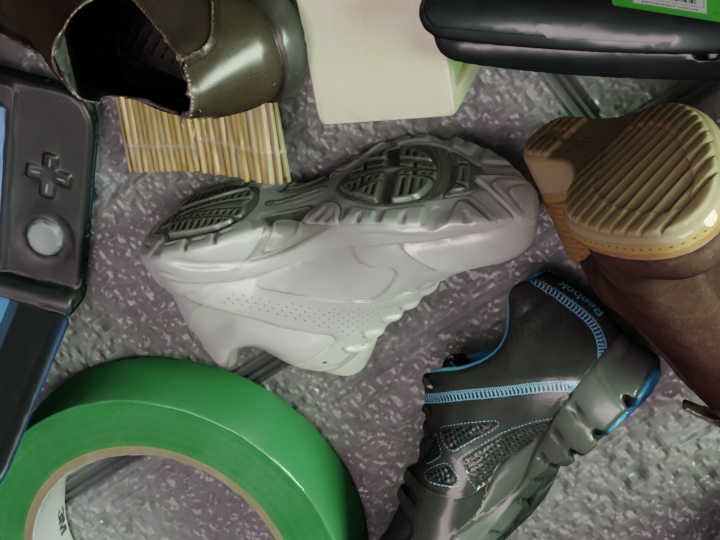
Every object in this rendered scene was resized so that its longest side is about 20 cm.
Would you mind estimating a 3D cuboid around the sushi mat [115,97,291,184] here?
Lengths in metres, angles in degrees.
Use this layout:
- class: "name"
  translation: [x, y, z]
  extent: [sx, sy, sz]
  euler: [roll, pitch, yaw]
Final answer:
- class: "sushi mat"
  translation: [-0.085, -0.134, 0.984]
  extent: [0.095, 0.012, 0.201]
  euler: [9, 120, 33]

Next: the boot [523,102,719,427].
- class: "boot"
  translation: [0.150, 0.011, 0.911]
  extent: [0.072, 0.200, 0.167]
  euler: [-40, 105, -2]

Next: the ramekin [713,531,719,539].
- class: "ramekin"
  translation: [0.243, 0.177, 1.015]
  extent: [0.201, 0.094, 0.204]
  euler: [7, 118, 13]

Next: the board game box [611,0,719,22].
- class: "board game box"
  translation: [0.185, -0.186, 0.805]
  extent: [0.152, 0.040, 0.202]
  euler: [11, 76, 12]

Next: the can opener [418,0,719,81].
- class: "can opener"
  translation: [0.122, -0.097, 0.858]
  extent: [0.198, 0.079, 0.063]
  euler: [-2, 157, 21]

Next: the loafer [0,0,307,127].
- class: "loafer"
  translation: [-0.115, -0.114, 0.951]
  extent: [0.199, 0.071, 0.074]
  euler: [19, 127, 37]

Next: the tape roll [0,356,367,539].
- class: "tape roll"
  translation: [-0.097, 0.143, 1.123]
  extent: [0.199, 0.048, 0.202]
  euler: [7, 118, 13]

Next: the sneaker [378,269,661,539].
- class: "sneaker"
  translation: [0.057, 0.085, 1.046]
  extent: [0.082, 0.073, 0.200]
  euler: [46, 115, 9]

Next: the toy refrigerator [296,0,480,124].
- class: "toy refrigerator"
  translation: [0.007, -0.170, 0.917]
  extent: [0.069, 0.076, 0.201]
  euler: [-3, 115, 18]

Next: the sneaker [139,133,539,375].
- class: "sneaker"
  translation: [0.000, 0.000, 1.015]
  extent: [0.199, 0.078, 0.100]
  euler: [-8, 121, 30]

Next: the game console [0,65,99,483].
- class: "game console"
  translation: [-0.241, -0.012, 1.046]
  extent: [0.198, 0.118, 0.172]
  euler: [14, 120, 9]
